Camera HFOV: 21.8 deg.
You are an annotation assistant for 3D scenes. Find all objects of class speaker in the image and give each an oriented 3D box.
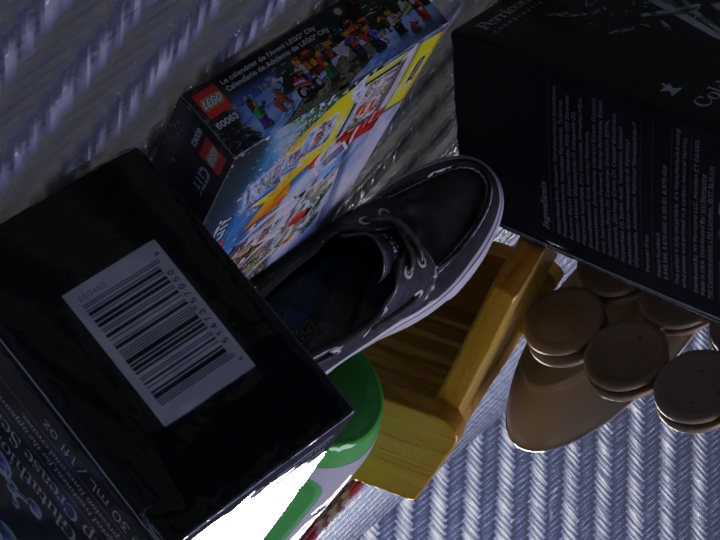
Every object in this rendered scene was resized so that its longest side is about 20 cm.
[{"bbox_3d":[-0.057,0.114,1.077,0.088,0.089,0.200,-33,166,-38],"label":"speaker"}]

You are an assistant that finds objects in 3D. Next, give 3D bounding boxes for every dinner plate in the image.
[{"bbox_3d":[0.154,0.026,1.156,0.200,0.024,0.201,-46,-163,18],"label":"dinner plate"}]

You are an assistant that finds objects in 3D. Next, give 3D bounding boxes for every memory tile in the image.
[{"bbox_3d":[0.201,0.025,1.049,0.153,0.199,0.017,-46,136,-19],"label":"memory tile"}]

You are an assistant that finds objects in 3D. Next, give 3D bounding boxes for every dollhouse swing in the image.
[{"bbox_3d":[0.036,0.004,1.153,0.200,0.180,0.177,-50,152,-51],"label":"dollhouse swing"}]

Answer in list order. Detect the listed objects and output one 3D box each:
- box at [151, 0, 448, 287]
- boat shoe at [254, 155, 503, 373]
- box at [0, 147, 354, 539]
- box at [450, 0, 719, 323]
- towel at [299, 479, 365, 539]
[{"bbox_3d":[-0.048,-0.043,0.879,0.136,0.038,0.200,-35,167,-34],"label":"box"},{"bbox_3d":[0.000,0.000,0.965,0.199,0.070,0.066,-34,170,-18],"label":"boat shoe"},{"bbox_3d":[-0.112,0.073,0.813,0.107,0.149,0.200,-34,166,-32],"label":"box"},{"bbox_3d":[0.187,-0.092,1.020,0.199,0.196,0.125,-35,132,-34],"label":"box"},{"bbox_3d":[-0.015,0.138,1.294,0.200,0.030,0.146,-49,-179,17],"label":"towel"}]
